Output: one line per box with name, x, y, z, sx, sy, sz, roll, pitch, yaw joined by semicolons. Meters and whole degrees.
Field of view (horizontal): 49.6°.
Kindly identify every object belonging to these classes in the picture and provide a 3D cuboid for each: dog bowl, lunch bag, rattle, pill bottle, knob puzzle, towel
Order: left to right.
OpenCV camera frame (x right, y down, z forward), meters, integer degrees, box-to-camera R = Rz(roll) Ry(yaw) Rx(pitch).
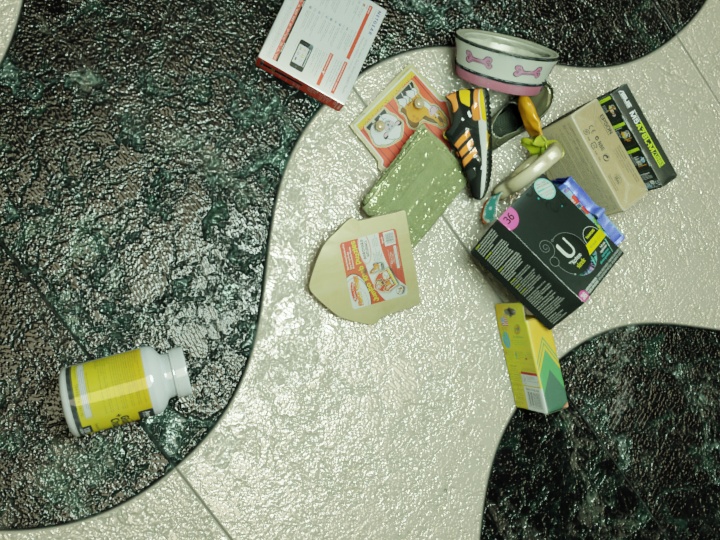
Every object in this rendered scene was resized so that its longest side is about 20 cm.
pill bottle;-0.379;0.189;1.270;0.195;0.112;0.115;-14;90;-14
knob puzzle;0.000;0.000;1.408;0.214;0.030;0.225;-4;106;-12
knob puzzle;0.104;-0.258;1.466;0.214;0.030;0.226;1;86;-15
towel;0.103;-0.150;1.440;0.148;0.036;0.201;42;79;-24
dog bowl;0.262;-0.383;1.439;0.195;0.201;0.075;5;118;-14
rattle;0.267;-0.200;1.447;0.198;0.131;0.143;-35;112;23
lunch bag;0.387;-0.095;1.442;0.094;0.200;0.151;-44;98;-12

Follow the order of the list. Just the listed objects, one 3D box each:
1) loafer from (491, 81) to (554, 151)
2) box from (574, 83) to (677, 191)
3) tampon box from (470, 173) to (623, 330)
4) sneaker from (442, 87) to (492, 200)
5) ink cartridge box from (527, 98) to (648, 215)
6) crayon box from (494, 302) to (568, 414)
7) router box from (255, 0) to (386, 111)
loafer;0.307;-0.298;1.501;0.199;0.070;0.076;-41;97;-13
box;0.484;-0.236;1.478;0.047;0.200;0.196;-30;93;-12
tampon box;0.325;-0.033;1.368;0.200;0.127;0.150;44;60;7
sneaker;0.196;-0.233;1.443;0.088;0.070;0.205;2;107;17
ink cartridge box;0.426;-0.200;1.477;0.074;0.164;0.203;-33;95;-17
crayon box;0.314;0.155;1.447;0.050;0.127;0.205;-13;91;-15
router box;-0.071;-0.424;1.420;0.177;0.049;0.204;27;80;-12
